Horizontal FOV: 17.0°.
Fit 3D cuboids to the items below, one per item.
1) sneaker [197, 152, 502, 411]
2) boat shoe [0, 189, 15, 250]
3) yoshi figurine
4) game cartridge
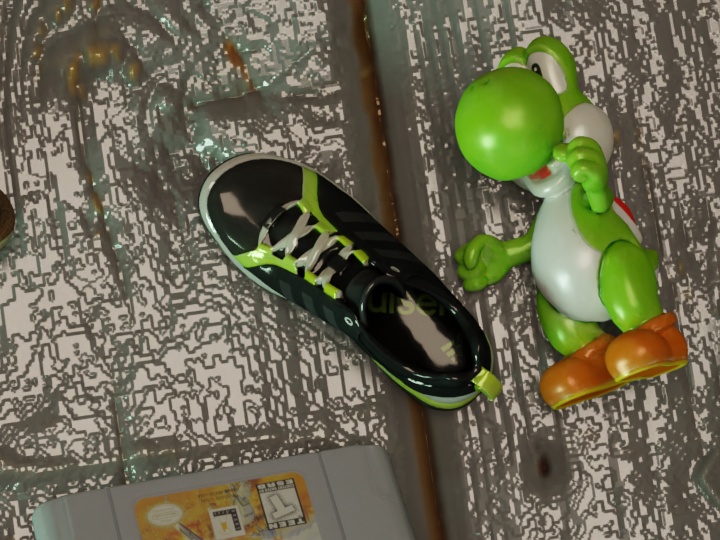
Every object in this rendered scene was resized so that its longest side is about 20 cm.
[{"bbox_3d":[0.000,0.000,1.313,0.200,0.083,0.072,37,82,2],"label":"sneaker"},{"bbox_3d":[-0.283,0.006,1.306,0.199,0.076,0.072,-18,55,-24],"label":"boat shoe"},{"bbox_3d":[0.102,-0.030,1.314,0.112,0.112,0.201,-16,81,1],"label":"yoshi figurine"},{"bbox_3d":[-0.064,0.166,1.271,0.199,0.042,0.134,-9,48,-13],"label":"game cartridge"}]
